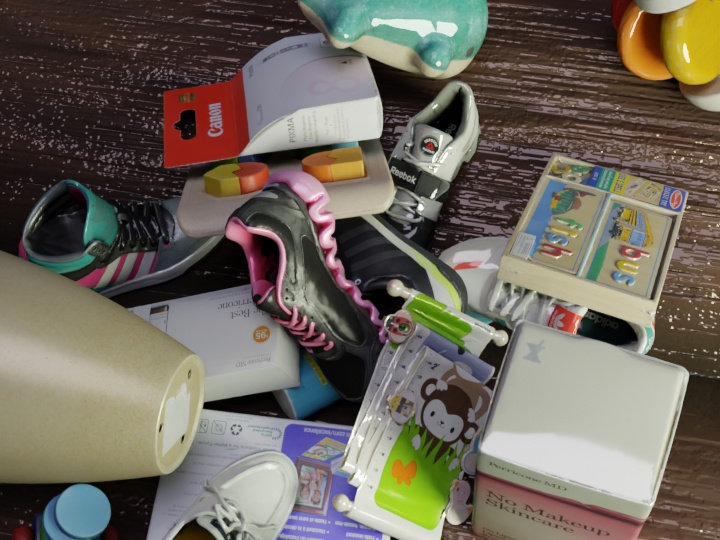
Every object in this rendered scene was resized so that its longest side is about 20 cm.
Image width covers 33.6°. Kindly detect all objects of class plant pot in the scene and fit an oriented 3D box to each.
[{"bbox_3d":[-0.229,0.090,0.920,0.199,0.187,0.188,12,64,12],"label":"plant pot"}]

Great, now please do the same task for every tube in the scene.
[{"bbox_3d":[0.015,0.062,1.044,0.200,0.050,0.078,-29,74,-18],"label":"tube"}]

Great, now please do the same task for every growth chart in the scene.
[{"bbox_3d":[0.053,0.121,0.952,0.144,0.018,0.201,19,85,-30],"label":"growth chart"}]

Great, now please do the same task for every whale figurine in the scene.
[{"bbox_3d":[0.038,-0.252,1.126,0.200,0.104,0.159,-6,50,-43],"label":"whale figurine"}]

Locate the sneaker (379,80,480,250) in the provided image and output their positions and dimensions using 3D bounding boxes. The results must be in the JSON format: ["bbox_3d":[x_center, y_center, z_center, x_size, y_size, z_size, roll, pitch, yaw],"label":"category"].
[{"bbox_3d":[0.051,-0.090,1.093,0.074,0.089,0.200,21,68,12],"label":"sneaker"}]

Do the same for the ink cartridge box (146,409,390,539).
[{"bbox_3d":[-0.075,0.218,0.966,0.197,0.043,0.201,6,61,6],"label":"ink cartridge box"}]

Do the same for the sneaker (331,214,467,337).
[{"bbox_3d":[0.000,0.000,1.018,0.200,0.072,0.083,28,44,30],"label":"sneaker"}]

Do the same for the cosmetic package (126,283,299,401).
[{"bbox_3d":[-0.151,0.069,1.012,0.199,0.051,0.083,-12,63,18],"label":"cosmetic package"}]

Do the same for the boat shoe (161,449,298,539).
[{"bbox_3d":[-0.107,0.197,0.878,0.202,0.086,0.075,-37,89,-37],"label":"boat shoe"}]

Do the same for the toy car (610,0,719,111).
[{"bbox_3d":[0.321,-0.262,1.142,0.200,0.175,0.150,-50,34,-19],"label":"toy car"}]

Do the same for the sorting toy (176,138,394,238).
[{"bbox_3d":[-0.068,-0.092,1.074,0.184,0.037,0.200,-8,24,-1],"label":"sorting toy"}]

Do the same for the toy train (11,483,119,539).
[{"bbox_3d":[-0.217,0.268,0.898,0.084,0.116,0.201,3,60,-20],"label":"toy train"}]

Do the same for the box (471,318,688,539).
[{"bbox_3d":[0.159,0.142,0.902,0.127,0.200,0.109,16,64,13],"label":"box"}]

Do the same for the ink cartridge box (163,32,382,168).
[{"bbox_3d":[-0.088,-0.166,1.121,0.199,0.057,0.163,-5,34,-6],"label":"ink cartridge box"}]

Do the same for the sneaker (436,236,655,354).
[{"bbox_3d":[0.156,0.026,1.006,0.199,0.093,0.071,19,103,4],"label":"sneaker"}]

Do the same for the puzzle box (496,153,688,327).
[{"bbox_3d":[0.207,-0.032,1.035,0.133,0.025,0.200,18,36,11],"label":"puzzle box"}]

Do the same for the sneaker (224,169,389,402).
[{"bbox_3d":[-0.047,0.025,0.947,0.095,0.079,0.200,-36,104,-47],"label":"sneaker"}]

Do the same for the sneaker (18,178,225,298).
[{"bbox_3d":[-0.217,-0.041,1.065,0.199,0.121,0.084,-24,64,-10],"label":"sneaker"}]
